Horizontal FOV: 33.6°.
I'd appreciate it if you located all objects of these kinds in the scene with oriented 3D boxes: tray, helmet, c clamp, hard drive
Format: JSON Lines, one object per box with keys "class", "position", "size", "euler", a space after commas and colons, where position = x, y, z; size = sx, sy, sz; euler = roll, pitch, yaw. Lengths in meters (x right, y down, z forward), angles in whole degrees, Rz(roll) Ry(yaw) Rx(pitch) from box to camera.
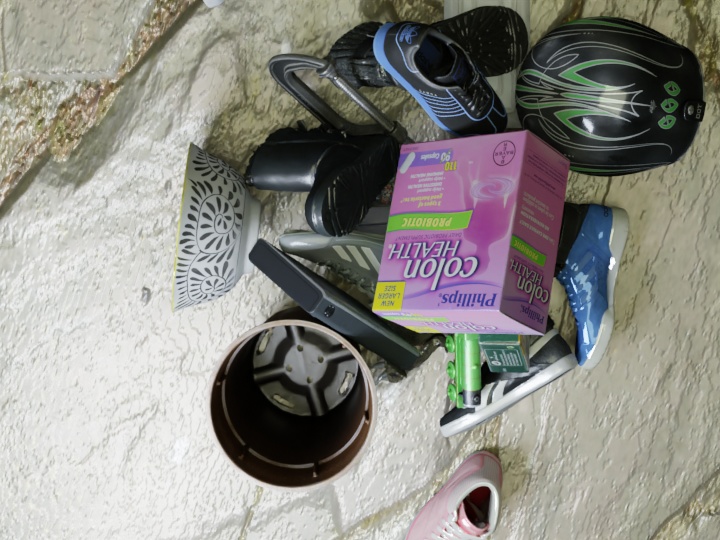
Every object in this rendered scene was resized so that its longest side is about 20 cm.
{"class": "tray", "position": [0.154, -0.274, 1.451], "size": [0.106, 0.022, 0.203], "euler": [-1, 100, 3]}
{"class": "helmet", "position": [0.279, -0.201, 1.384], "size": [0.188, 0.200, 0.203], "euler": [4, 101, -16]}
{"class": "c clamp", "position": [-0.010, -0.197, 1.397], "size": [0.199, 0.170, 0.027], "euler": [36, 72, -29]}
{"class": "hard drive", "position": [-0.030, 0.043, 1.404], "size": [0.033, 0.139, 0.199], "euler": [-53, 138, 2]}

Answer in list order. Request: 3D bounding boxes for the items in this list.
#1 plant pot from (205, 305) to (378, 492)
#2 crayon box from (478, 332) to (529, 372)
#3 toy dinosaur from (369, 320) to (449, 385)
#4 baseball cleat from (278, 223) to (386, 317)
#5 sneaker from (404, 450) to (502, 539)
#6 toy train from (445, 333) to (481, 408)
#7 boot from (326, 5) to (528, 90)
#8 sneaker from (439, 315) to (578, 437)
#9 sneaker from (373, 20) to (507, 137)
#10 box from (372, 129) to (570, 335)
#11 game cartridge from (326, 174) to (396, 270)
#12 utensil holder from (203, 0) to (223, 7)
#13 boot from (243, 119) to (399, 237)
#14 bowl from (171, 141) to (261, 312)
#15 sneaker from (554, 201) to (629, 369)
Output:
{"class": "plant pot", "position": [-0.075, 0.138, 1.445], "size": [0.197, 0.198, 0.203], "euler": [0, 100, 2]}
{"class": "crayon box", "position": [0.173, 0.007, 1.414], "size": [0.051, 0.126, 0.203], "euler": [0, 71, 13]}
{"class": "toy dinosaur", "position": [0.073, 0.059, 1.488], "size": [0.101, 0.077, 0.203], "euler": [3, 105, -12]}
{"class": "baseball cleat", "position": [0.000, 0.000, 1.392], "size": [0.197, 0.070, 0.108], "euler": [3, 87, -18]}
{"class": "sneaker", "position": [0.116, 0.329, 1.521], "size": [0.075, 0.105, 0.202], "euler": [31, 101, -6]}
{"class": "toy train", "position": [0.127, 0.072, 1.433], "size": [0.041, 0.056, 0.203], "euler": [-8, 102, -19]}
{"class": "boot", "position": [0.077, -0.262, 1.408], "size": [0.209, 0.157, 0.081], "euler": [-16, 105, -30]}
{"class": "sneaker", "position": [0.167, 0.119, 1.506], "size": [0.199, 0.073, 0.113], "euler": [-33, 75, 20]}
{"class": "sneaker", "position": [0.102, -0.199, 1.293], "size": [0.199, 0.078, 0.071], "euler": [31, 82, -34]}
{"class": "box", "position": [0.122, -0.038, 1.319], "size": [0.174, 0.096, 0.203], "euler": [-1, 73, 41]}
{"class": "game cartridge", "position": [0.053, -0.070, 1.470], "size": [0.197, 0.038, 0.132], "euler": [-4, 88, 3]}
{"class": "utensil holder", "position": [-0.115, -0.419, 1.363], "size": [0.198, 0.170, 0.172], "euler": [-22, 99, 3]}
{"class": "boot", "position": [-0.061, -0.107, 1.373], "size": [0.160, 0.199, 0.074], "euler": [7, 125, 27]}
{"class": "bowl", "position": [-0.168, -0.046, 1.421], "size": [0.093, 0.201, 0.204], "euler": [6, 101, -7]}
{"class": "sneaker", "position": [0.258, 0.016, 1.469], "size": [0.110, 0.077, 0.203], "euler": [9, 96, -6]}
